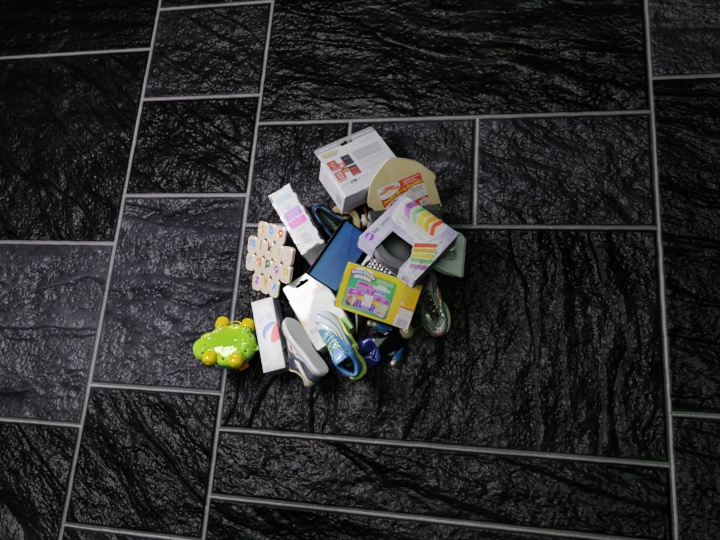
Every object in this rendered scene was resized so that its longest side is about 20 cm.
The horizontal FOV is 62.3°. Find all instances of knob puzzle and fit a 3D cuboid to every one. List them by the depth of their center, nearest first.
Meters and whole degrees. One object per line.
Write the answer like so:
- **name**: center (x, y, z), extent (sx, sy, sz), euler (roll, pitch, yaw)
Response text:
- **knob puzzle**: center (0.108, -0.223, 1.608), extent (0.219, 0.220, 0.031), euler (-22, 37, 5)

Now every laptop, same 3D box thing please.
- **laptop**: center (0.000, 0.000, 1.529), extent (0.200, 0.103, 0.178), euler (36, 92, 23)

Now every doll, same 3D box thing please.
- **doll**: center (0.048, 0.193, 1.560), extent (0.199, 0.048, 0.137), euler (-26, 89, 1)

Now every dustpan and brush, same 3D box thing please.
- **dustpan and brush**: center (0.176, -0.063, 1.553), extent (0.199, 0.057, 0.140), euler (8, 56, 6)

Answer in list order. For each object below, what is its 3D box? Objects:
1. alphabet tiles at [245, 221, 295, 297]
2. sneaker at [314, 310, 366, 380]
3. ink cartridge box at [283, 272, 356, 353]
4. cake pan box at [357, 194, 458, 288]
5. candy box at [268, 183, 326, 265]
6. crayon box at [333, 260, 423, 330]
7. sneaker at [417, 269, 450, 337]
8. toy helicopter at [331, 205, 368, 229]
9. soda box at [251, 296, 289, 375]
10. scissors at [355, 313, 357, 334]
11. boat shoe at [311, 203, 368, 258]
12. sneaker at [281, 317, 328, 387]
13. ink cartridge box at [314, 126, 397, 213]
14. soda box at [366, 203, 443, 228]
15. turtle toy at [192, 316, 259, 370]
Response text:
- **alphabet tiles**: center (-0.250, -0.031, 1.643), extent (0.200, 0.015, 0.196), euler (17, 104, 43)
- **sneaker**: center (-0.051, 0.185, 1.492), extent (0.076, 0.105, 0.200), euler (-37, 84, 2)
- **ink cartridge box**: center (-0.111, 0.107, 1.609), extent (0.117, 0.067, 0.200), euler (-33, 72, 2)
- **cake pan box**: center (0.118, -0.074, 1.500), extent (0.184, 0.052, 0.200), euler (38, 62, 17)
- **candy box**: center (-0.155, -0.113, 1.626), extent (0.071, 0.168, 0.200), euler (-32, 71, 0)
- **crayon box**: center (0.044, 0.062, 1.498), extent (0.199, 0.058, 0.119), euler (19, 93, -1)
- **sneaker**: center (0.175, 0.076, 1.552), extent (0.080, 0.075, 0.201), euler (-22, 74, 15)
- **toy helicopter**: center (-0.011, -0.099, 1.656), extent (0.132, 0.079, 0.200), euler (-32, 82, -8)
- **soda box**: center (-0.241, 0.178, 1.616), extent (0.063, 0.068, 0.201), euler (-15, 72, 7)
- **scissors**: center (-0.009, 0.064, 1.591), extent (0.014, 0.073, 0.201), euler (8, 59, -27)
- **boat shoe**: center (-0.055, -0.097, 1.585), extent (0.200, 0.069, 0.084), euler (35, 94, -3)
- **sneaker**: center (-0.166, 0.219, 1.582), extent (0.079, 0.078, 0.200), euler (-51, 54, 24)
- **ink cartridge box**: center (-0.007, -0.283, 1.656), extent (0.199, 0.084, 0.176), euler (-26, 69, -19)
- **soda box**: center (0.120, -0.128, 1.605), extent (0.199, 0.063, 0.071), euler (-7, 73, -7)
- **turtle toy**: center (-0.366, 0.209, 1.615), extent (0.199, 0.101, 0.146), euler (2, 52, 15)
